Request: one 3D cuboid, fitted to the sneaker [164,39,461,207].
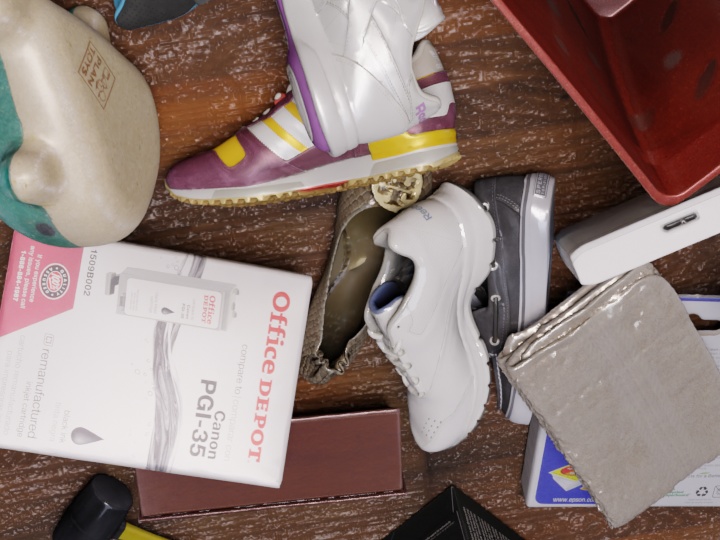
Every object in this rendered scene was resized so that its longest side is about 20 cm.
[{"bbox_3d":[-0.036,-0.095,0.873,0.199,0.075,0.091,-9,91,11],"label":"sneaker"}]

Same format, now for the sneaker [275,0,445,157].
[{"bbox_3d":[-0.007,-0.174,0.800,0.099,0.075,0.201,-14,96,-5],"label":"sneaker"}]

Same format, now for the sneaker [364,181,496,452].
[{"bbox_3d":[0.040,0.039,0.925,0.087,0.074,0.201,-20,119,-33],"label":"sneaker"}]

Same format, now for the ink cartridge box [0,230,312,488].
[{"bbox_3d":[-0.140,0.058,0.894,0.199,0.083,0.147,9,84,-8],"label":"ink cartridge box"}]

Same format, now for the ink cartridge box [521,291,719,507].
[{"bbox_3d":[0.233,0.095,1.029,0.196,0.047,0.201,2,118,-7],"label":"ink cartridge box"}]

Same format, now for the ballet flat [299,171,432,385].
[{"bbox_3d":[0.000,0.000,0.939,0.067,0.046,0.201,17,117,-17],"label":"ballet flat"}]

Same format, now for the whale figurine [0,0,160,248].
[{"bbox_3d":[-0.198,-0.102,0.798,0.103,0.160,0.200,-6,139,18],"label":"whale figurine"}]

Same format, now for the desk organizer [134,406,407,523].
[{"bbox_3d":[-0.069,0.126,0.992,0.199,0.072,0.077,-5,119,-4],"label":"desk organizer"}]

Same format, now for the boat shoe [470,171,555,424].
[{"bbox_3d":[0.101,0.022,0.957,0.066,0.070,0.201,5,124,10],"label":"boat shoe"}]

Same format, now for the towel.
[{"bbox_3d":[0.191,0.088,0.960,0.132,0.034,0.200,-35,122,0],"label":"towel"}]

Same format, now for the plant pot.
[{"bbox_3d":[0.179,-0.198,0.768,0.200,0.177,0.200,-38,117,15],"label":"plant pot"}]

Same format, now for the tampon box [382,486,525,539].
[{"bbox_3d":[0.098,0.306,1.087,0.150,0.126,0.200,-42,117,18],"label":"tampon box"}]

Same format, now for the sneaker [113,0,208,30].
[{"bbox_3d":[-0.150,-0.229,0.769,0.082,0.073,0.200,-25,120,8],"label":"sneaker"}]

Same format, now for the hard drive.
[{"bbox_3d":[0.193,-0.033,0.862,0.131,0.200,0.027,-23,92,7],"label":"hard drive"}]

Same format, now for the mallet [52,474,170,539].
[{"bbox_3d":[-0.141,0.217,1.061,0.199,0.041,0.066,21,114,-24],"label":"mallet"}]
